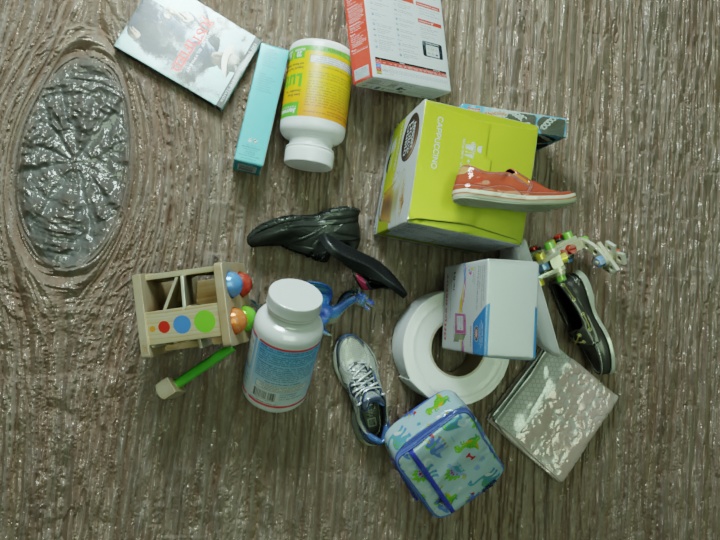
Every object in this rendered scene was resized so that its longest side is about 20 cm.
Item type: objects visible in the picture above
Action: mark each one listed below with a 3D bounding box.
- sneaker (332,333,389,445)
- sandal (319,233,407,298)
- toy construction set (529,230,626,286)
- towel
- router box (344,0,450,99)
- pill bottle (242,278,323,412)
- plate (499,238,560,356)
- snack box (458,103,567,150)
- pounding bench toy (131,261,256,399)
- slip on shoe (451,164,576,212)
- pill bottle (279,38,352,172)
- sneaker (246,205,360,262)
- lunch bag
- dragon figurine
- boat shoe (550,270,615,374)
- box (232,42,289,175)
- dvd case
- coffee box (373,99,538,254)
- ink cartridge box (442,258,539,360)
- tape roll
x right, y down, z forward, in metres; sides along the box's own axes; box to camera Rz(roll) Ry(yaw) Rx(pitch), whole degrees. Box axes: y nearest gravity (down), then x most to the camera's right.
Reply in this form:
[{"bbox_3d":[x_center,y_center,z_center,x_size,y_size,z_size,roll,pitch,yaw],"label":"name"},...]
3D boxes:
[{"bbox_3d":[0.012,0.203,1.110,0.077,0.085,0.200,-19,91,-14],"label":"sneaker"},{"bbox_3d":[0.000,0.000,1.109,0.200,0.075,0.045,30,107,-35],"label":"sandal"},{"bbox_3d":[0.371,-0.025,1.180,0.200,0.131,0.092,-8,88,-18],"label":"toy construction set"},{"bbox_3d":[0.362,0.260,1.218,0.191,0.032,0.200,41,80,-9],"label":"towel"},{"bbox_3d":[0.067,-0.400,1.127,0.200,0.049,0.180,-4,87,-43],"label":"router box"},{"bbox_3d":[-0.119,0.117,1.025,0.109,0.109,0.200,9,122,-13],"label":"pill bottle"},{"bbox_3d":[0.283,0.044,1.131,0.032,0.200,0.200,-17,91,3],"label":"plate"},{"bbox_3d":[0.252,-0.254,1.174,0.200,0.116,0.037,5,86,-13],"label":"snack box"},{"bbox_3d":[-0.242,0.094,1.012,0.156,0.124,0.200,-7,89,6],"label":"pounding bench toy"},{"bbox_3d":[0.235,-0.124,0.987,0.200,0.074,0.061,5,83,-11],"label":"slip on shoe"},{"bbox_3d":[-0.076,-0.273,1.099,0.111,0.111,0.200,8,85,-13],"label":"pill bottle"},{"bbox_3d":[-0.091,-0.054,1.108,0.200,0.076,0.091,-10,98,-11],"label":"sneaker"},{"bbox_3d":[0.139,0.314,1.100,0.161,0.082,0.200,-32,121,-4],"label":"lunch bag"},{"bbox_3d":[-0.080,0.051,1.107,0.200,0.059,0.100,18,82,-3],"label":"dragon figurine"},{"bbox_3d":[0.413,0.103,1.219,0.060,0.072,0.201,-17,83,-14],"label":"boat shoe"},{"bbox_3d":[-0.168,-0.267,1.092,0.049,0.082,0.200,13,84,-12],"label":"box"},{"bbox_3d":[-0.288,-0.381,1.101,0.200,0.022,0.146,30,81,-11],"label":"dvd case"},{"bbox_3d":[0.155,-0.147,1.103,0.200,0.198,0.200,10,85,-13],"label":"coffee box"},{"bbox_3d":[0.198,0.062,1.032,0.085,0.200,0.145,4,86,-10],"label":"ink cartridge box"},{"bbox_3d":[0.159,0.136,1.156,0.202,0.071,0.203,1,88,-14],"label":"tape roll"}]
